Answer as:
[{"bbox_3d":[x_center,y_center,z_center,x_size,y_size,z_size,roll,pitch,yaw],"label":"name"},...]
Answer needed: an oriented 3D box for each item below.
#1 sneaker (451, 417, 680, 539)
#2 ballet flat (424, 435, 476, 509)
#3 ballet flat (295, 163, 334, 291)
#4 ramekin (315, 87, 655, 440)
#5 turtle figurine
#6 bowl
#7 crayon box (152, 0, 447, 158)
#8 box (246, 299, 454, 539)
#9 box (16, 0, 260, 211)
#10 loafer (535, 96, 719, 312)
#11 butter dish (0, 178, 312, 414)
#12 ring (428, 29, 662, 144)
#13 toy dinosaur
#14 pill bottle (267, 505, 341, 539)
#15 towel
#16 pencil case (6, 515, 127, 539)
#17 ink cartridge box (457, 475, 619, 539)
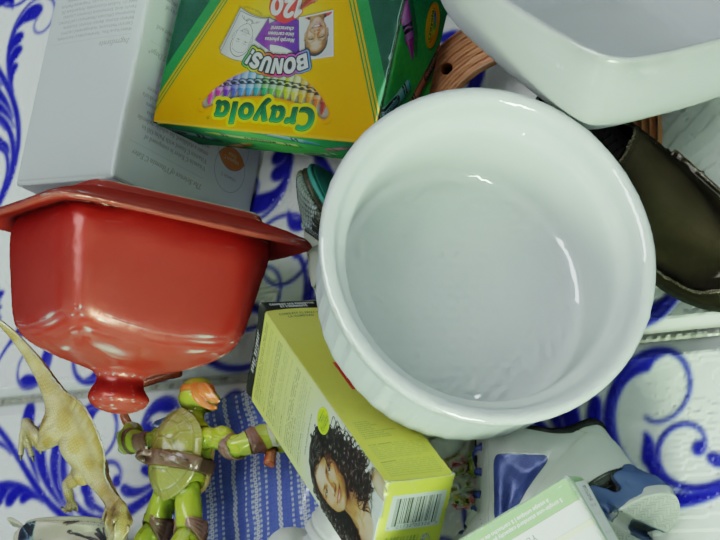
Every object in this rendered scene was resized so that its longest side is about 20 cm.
[{"bbox_3d":[0.093,0.160,1.100,0.199,0.080,0.116,-40,48,12],"label":"sneaker"},{"bbox_3d":[0.033,0.060,1.136,0.075,0.064,0.202,-20,88,16],"label":"ballet flat"},{"bbox_3d":[0.000,0.000,1.237,0.072,0.072,0.200,-53,48,9],"label":"ballet flat"},{"bbox_3d":[0.066,0.004,1.058,0.098,0.198,0.203,119,157,-69],"label":"ramekin"},{"bbox_3d":[-0.118,0.143,1.252,0.198,0.064,0.163,0,75,36],"label":"turtle figurine"},{"bbox_3d":[0.157,-0.162,1.116,0.200,0.198,0.075,45,141,39],"label":"bowl"},{"bbox_3d":[-0.044,-0.145,1.249,0.198,0.058,0.120,8,82,34],"label":"crayon box"},{"bbox_3d":[-0.012,0.100,1.119,0.200,0.050,0.076,-130,43,-51],"label":"box"},{"bbox_3d":[-0.156,-0.137,1.363,0.105,0.152,0.202,-1,71,38],"label":"box"},{"bbox_3d":[0.170,-0.046,1.100,0.200,0.071,0.073,39,94,30],"label":"loafer"},{"bbox_3d":[-0.163,0.026,1.255,0.199,0.198,0.150,-7,74,59],"label":"butter dish"},{"bbox_3d":[0.107,-0.080,1.194,0.198,0.019,0.203,-8,71,25],"label":"ring"},{"bbox_3d":[-0.208,0.112,1.270,0.201,0.058,0.101,60,152,7],"label":"toy dinosaur"},{"bbox_3d":[-0.041,0.244,1.147,0.109,0.109,0.201,39,99,41],"label":"pill bottle"},{"bbox_3d":[-0.071,0.148,1.267,0.199,0.024,0.146,-22,61,31],"label":"towel"},{"bbox_3d":[-0.226,0.280,1.301,0.088,0.078,0.202,2,72,13],"label":"pencil case"},{"bbox_3d":[0.110,0.238,1.003,0.145,0.048,0.201,-32,75,12],"label":"ink cartridge box"}]
